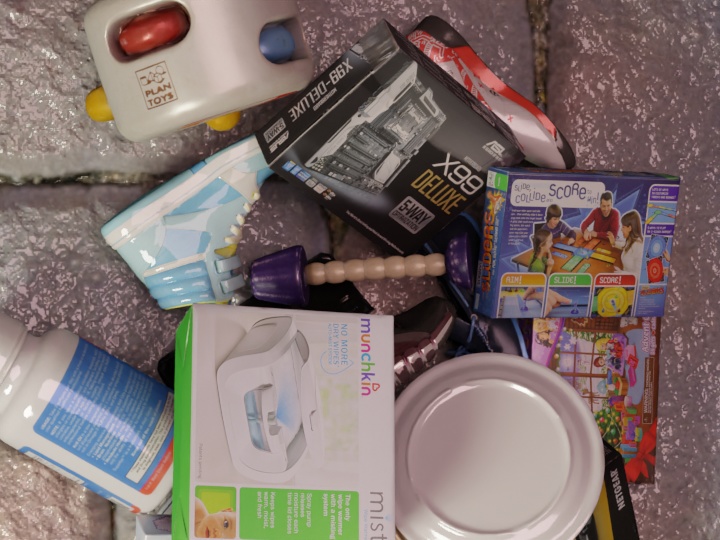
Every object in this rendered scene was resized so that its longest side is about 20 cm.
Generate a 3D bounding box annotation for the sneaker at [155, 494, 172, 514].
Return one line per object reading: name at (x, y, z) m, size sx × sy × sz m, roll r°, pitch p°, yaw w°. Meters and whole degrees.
sneaker at (-0.109, 0.205, 1.717) m, size 0.200 × 0.071 × 0.073 m, roll -36°, pitch 98°, yaw -16°

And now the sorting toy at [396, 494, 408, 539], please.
sorting toy at (-0.045, 0.256, 1.640) m, size 0.185 × 0.036 × 0.201 m, roll 27°, pitch 68°, yaw -12°

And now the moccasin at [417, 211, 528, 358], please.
moccasin at (0.103, 0.047, 1.798) m, size 0.068 × 0.080 × 0.201 m, roll -20°, pitch 79°, yaw -12°

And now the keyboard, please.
keyboard at (-0.081, 0.076, 1.759) m, size 0.200 × 0.040 × 0.104 m, roll -33°, pitch 76°, yaw -16°

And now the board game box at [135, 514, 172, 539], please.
board game box at (-0.106, 0.312, 1.694) m, size 0.199 × 0.041 × 0.201 m, roll 0°, pitch 109°, yaw -17°

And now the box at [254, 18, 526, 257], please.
box at (0.029, -0.111, 1.706) m, size 0.158 × 0.050 × 0.200 m, roll -40°, pitch 134°, yaw 15°

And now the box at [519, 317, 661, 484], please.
box at (0.219, 0.104, 1.842) m, size 0.136 × 0.039 × 0.201 m, roll 3°, pitch 87°, yaw -17°

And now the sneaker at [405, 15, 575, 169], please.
sneaker at (0.101, -0.135, 1.802) m, size 0.201 × 0.067 × 0.108 m, roll 43°, pitch 77°, yaw -8°

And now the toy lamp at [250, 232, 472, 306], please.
toy lamp at (0.000, 0.000, 1.731) m, size 0.199 × 0.058 × 0.059 m, roll -6°, pitch 89°, yaw 8°

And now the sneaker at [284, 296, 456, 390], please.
sneaker at (-0.010, 0.060, 1.705) m, size 0.200 × 0.076 × 0.116 m, roll -41°, pitch 104°, yaw -22°

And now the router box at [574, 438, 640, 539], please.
router box at (0.180, 0.261, 1.760) m, size 0.157 × 0.052 × 0.200 m, roll -34°, pitch 135°, yaw -16°

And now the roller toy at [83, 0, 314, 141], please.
roller toy at (-0.140, -0.189, 1.666) m, size 0.199 × 0.182 × 0.140 m, roll -19°, pitch 94°, yaw -18°

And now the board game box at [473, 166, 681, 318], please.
board game box at (0.202, -0.025, 1.768) m, size 0.199 × 0.034 × 0.136 m, roll 1°, pitch 100°, yaw -30°

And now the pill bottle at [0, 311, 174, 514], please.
pill bottle at (-0.246, 0.119, 1.657) m, size 0.200 × 0.112 × 0.113 m, roll 32°, pitch 79°, yaw -15°

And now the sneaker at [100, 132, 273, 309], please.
sneaker at (-0.119, -0.038, 1.723) m, size 0.200 × 0.080 × 0.131 m, roll -32°, pitch 95°, yaw -7°

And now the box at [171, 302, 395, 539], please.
box at (-0.064, 0.139, 1.593) m, size 0.176 × 0.097 × 0.201 m, roll 5°, pitch 73°, yaw -13°

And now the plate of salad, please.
plate of salad at (0.113, 0.169, 1.671) m, size 0.199 × 0.048 × 0.201 m, roll -2°, pitch 67°, yaw 5°
